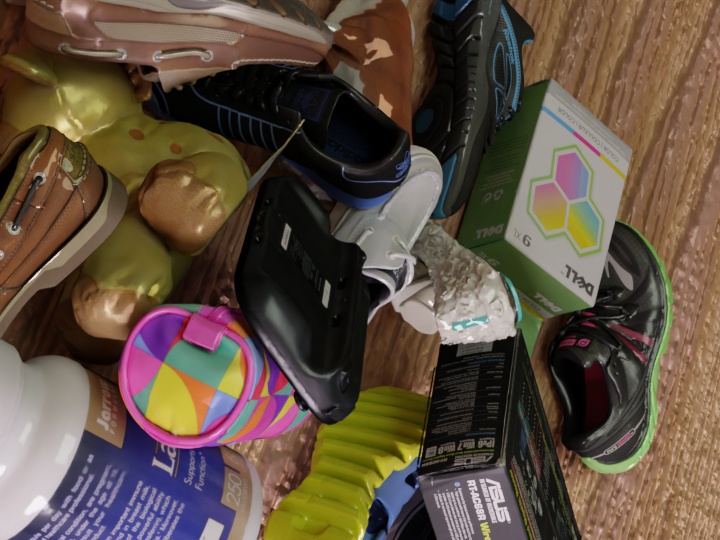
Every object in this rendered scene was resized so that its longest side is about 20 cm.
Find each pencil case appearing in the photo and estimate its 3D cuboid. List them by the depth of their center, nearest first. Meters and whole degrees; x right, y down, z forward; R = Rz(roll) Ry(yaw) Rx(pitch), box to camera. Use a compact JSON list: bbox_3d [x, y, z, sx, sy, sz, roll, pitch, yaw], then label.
[{"bbox_3d":[-0.075,0.058,1.079,0.200,0.088,0.089,0,78,-78],"label":"pencil case"}]

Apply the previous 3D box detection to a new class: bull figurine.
[{"bbox_3d":[-0.005,-0.130,1.284,0.121,0.065,0.202,2,78,-38],"label":"bull figurine"}]

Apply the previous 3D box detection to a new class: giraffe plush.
[{"bbox_3d":[-0.155,-0.065,1.094,0.162,0.173,0.200,38,67,-3],"label":"giraffe plush"}]

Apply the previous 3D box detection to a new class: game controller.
[{"bbox_3d":[-0.033,0.012,1.082,0.104,0.042,0.200,47,17,-15],"label":"game controller"}]

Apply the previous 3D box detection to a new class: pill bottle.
[{"bbox_3d":[-0.163,0.120,1.054,0.199,0.115,0.116,33,60,-32],"label":"pill bottle"}]

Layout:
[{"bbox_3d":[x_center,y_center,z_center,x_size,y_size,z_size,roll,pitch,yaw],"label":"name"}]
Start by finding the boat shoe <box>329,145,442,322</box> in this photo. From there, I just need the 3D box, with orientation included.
[{"bbox_3d":[0.000,0.000,1.218,0.200,0.068,0.072,-46,134,-21],"label":"boat shoe"}]

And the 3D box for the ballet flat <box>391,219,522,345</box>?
[{"bbox_3d":[0.052,0.010,1.247,0.071,0.200,0.072,-2,99,-11],"label":"ballet flat"}]

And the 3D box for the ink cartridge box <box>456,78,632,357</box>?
[{"bbox_3d":[0.136,-0.033,1.389,0.104,0.059,0.201,36,59,-30],"label":"ink cartridge box"}]

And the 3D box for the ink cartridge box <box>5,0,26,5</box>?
[{"bbox_3d":[-0.116,-0.237,1.170,0.199,0.125,0.130,1,79,-40],"label":"ink cartridge box"}]

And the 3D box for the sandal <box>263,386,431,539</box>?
[{"bbox_3d":[-0.003,0.155,1.226,0.200,0.079,0.088,-48,145,-43],"label":"sandal"}]

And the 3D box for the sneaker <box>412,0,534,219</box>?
[{"bbox_3d":[0.089,-0.123,1.360,0.082,0.073,0.201,31,62,-34],"label":"sneaker"}]

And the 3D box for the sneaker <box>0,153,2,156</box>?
[{"bbox_3d":[-0.276,-0.029,0.996,0.199,0.075,0.088,-17,136,-49],"label":"sneaker"}]

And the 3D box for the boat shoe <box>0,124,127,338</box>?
[{"bbox_3d":[-0.219,0.004,0.981,0.200,0.072,0.068,-48,127,0],"label":"boat shoe"}]

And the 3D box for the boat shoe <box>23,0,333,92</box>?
[{"bbox_3d":[-0.109,-0.145,1.067,0.199,0.076,0.072,9,119,-33],"label":"boat shoe"}]

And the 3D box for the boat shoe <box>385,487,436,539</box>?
[{"bbox_3d":[0.038,0.226,1.238,0.074,0.068,0.200,52,52,-20],"label":"boat shoe"}]

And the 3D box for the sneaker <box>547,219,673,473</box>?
[{"bbox_3d":[0.191,0.053,1.408,0.083,0.076,0.202,18,68,-42],"label":"sneaker"}]

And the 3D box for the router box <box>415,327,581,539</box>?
[{"bbox_3d":[0.098,0.164,1.235,0.150,0.062,0.201,-76,152,-56],"label":"router box"}]

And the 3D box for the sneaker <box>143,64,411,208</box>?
[{"bbox_3d":[-0.057,-0.110,1.178,0.199,0.078,0.070,25,68,-3],"label":"sneaker"}]
